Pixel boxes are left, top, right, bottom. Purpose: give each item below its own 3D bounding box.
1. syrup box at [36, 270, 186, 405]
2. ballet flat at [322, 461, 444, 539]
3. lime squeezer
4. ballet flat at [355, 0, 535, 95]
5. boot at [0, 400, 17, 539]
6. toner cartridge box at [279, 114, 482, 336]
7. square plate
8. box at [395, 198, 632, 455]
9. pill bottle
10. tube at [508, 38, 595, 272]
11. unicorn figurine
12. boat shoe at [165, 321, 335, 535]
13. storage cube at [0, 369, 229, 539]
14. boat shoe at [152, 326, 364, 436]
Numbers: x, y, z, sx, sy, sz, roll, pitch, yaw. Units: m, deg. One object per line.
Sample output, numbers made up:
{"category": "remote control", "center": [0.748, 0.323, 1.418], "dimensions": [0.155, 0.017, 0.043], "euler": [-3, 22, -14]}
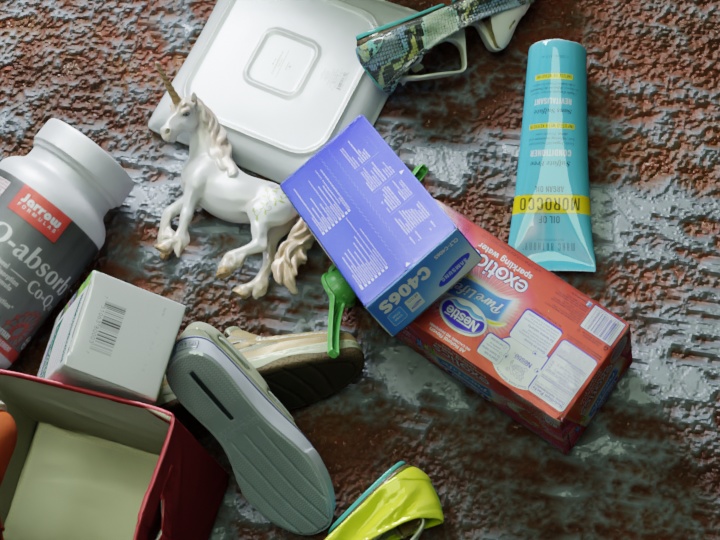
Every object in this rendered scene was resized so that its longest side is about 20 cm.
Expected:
{"category": "syrup box", "center": [-0.207, 0.069, 1.376], "dimensions": [0.081, 0.200, 0.080], "euler": [21, 72, -14]}
{"category": "ballet flat", "center": [-0.017, 0.234, 1.356], "dimensions": [0.199, 0.067, 0.067], "euler": [-38, 71, -7]}
{"category": "lime squeezer", "center": [0.000, 0.000, 1.441], "dimensions": [0.070, 0.038, 0.201], "euler": [-5, 47, 42]}
{"category": "ballet flat", "center": [0.091, -0.213, 1.514], "dimensions": [0.198, 0.074, 0.075], "euler": [-26, 66, -7]}
{"category": "boot", "center": [-0.274, 0.196, 1.223], "dimensions": [0.106, 0.075, 0.202], "euler": [20, 82, 14]}
{"category": "toner cartridge box", "center": [0.013, -0.040, 1.378], "dimensions": [0.095, 0.043, 0.200], "euler": [-41, 38, 4]}
{"category": "square plate", "center": [-0.067, -0.183, 1.547], "dimensions": [0.196, 0.028, 0.202], "euler": [22, 75, 18]}
{"category": "box", "center": [0.112, 0.045, 1.387], "dimensions": [0.199, 0.096, 0.100], "euler": [33, 77, 21]}
{"category": "pill bottle", "center": [-0.292, -0.024, 1.478], "dimensions": [0.115, 0.116, 0.201], "euler": [32, 78, 20]}
{"category": "tube", "center": [0.165, -0.095, 1.465], "dimensions": [0.076, 0.050, 0.203], "euler": [-2, 74, 18]}
{"category": "unicorn figurine", "center": [-0.123, -0.065, 1.491], "dimensions": [0.198, 0.074, 0.138], "euler": [28, 78, -3]}
{"category": "boat shoe", "center": [-0.080, 0.123, 1.369], "dimensions": [0.071, 0.201, 0.062], "euler": [-25, 23, 21]}
{"category": "storage cube", "center": [-0.225, 0.196, 1.345], "dimensions": [0.198, 0.180, 0.173], "euler": [11, 71, 15]}
{"category": "boat shoe", "center": [-0.096, 0.077, 1.433], "dimensions": [0.198, 0.072, 0.077], "euler": [-15, 51, 3]}
